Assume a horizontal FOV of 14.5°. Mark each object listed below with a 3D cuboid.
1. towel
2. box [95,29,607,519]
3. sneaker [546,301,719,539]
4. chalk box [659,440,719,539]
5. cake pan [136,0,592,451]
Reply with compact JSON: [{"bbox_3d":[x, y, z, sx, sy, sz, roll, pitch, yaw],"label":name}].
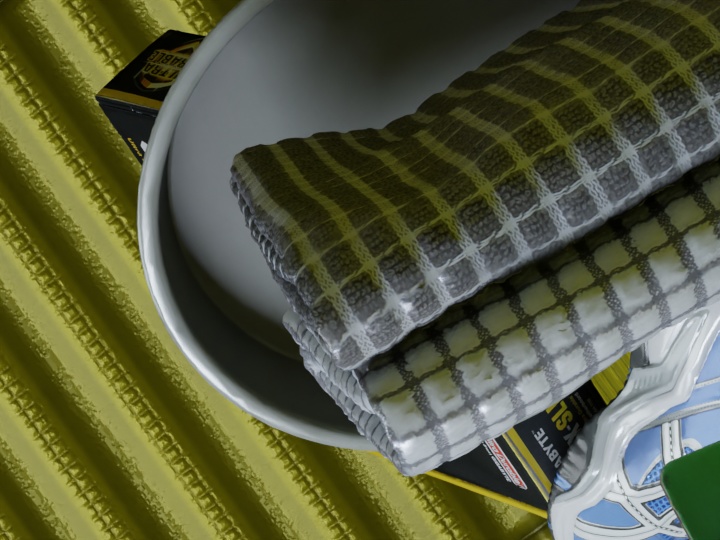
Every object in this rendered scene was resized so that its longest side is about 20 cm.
[{"bbox_3d":[0.048,-0.026,0.861,0.086,0.165,0.200,58,177,-12],"label":"towel"},{"bbox_3d":[0.000,0.000,1.108,0.160,0.049,0.200,19,148,54],"label":"box"},{"bbox_3d":[0.128,0.067,1.032,0.077,0.076,0.200,44,145,19],"label":"sneaker"},{"bbox_3d":[0.162,0.130,0.814,0.200,0.124,0.124,53,148,27],"label":"chalk box"},{"bbox_3d":[0.019,-0.032,0.983,0.200,0.200,0.037,55,-176,-29],"label":"cake pan"}]
